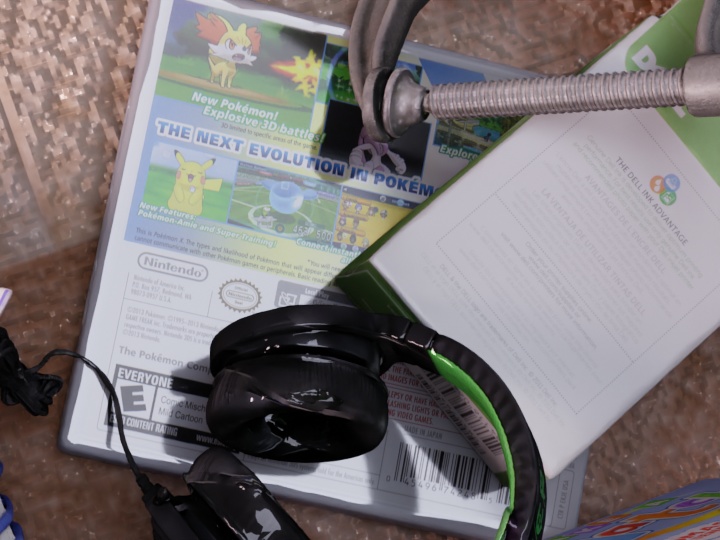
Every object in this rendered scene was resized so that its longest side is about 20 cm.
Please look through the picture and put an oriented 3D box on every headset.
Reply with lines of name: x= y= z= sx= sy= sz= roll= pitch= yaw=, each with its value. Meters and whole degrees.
headset: x=-0.036 y=0.062 z=0.833 sx=0.199 sy=0.094 sz=0.124 roll=16 pitch=71 yaw=20

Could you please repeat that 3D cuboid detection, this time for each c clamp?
c clamp: x=0.076 y=-0.081 z=0.875 sx=0.027 sy=0.199 sz=0.171 roll=60 pitch=44 yaw=-43

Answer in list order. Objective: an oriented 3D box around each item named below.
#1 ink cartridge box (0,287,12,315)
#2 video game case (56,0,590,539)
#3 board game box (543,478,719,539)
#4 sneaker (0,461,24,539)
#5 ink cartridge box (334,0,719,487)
ink cartridge box: x=-0.200 y=0.088 z=0.780 sx=0.043 sy=0.200 sz=0.199 roll=38 pitch=70 yaw=-40
video game case: x=0.000 y=0.000 z=0.930 sx=0.199 sy=0.022 sz=0.183 roll=13 pitch=78 yaw=-11
board game box: x=0.141 y=0.100 z=0.833 sx=0.151 sy=0.200 sz=0.037 roll=-15 pitch=92 yaw=-38
sneaker: x=-0.132 y=0.107 z=0.848 sx=0.199 sy=0.081 sz=0.116 roll=15 pitch=80 yaw=-10
ink cartridge box: x=0.100 y=-0.023 z=0.913 sx=0.200 sy=0.059 sz=0.104 roll=-41 pitch=92 yaw=-15
